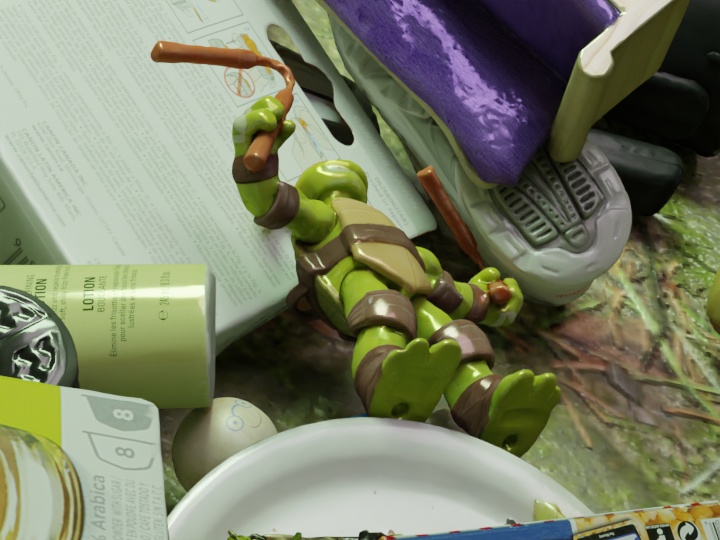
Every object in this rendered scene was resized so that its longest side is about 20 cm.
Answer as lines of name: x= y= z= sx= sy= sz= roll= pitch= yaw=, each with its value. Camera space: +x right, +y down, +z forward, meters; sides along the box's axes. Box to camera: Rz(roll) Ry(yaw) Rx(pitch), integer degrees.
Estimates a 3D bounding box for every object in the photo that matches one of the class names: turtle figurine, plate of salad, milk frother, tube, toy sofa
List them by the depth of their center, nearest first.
plate of salad: x=0.022 y=0.132 z=0.787 sx=0.199 sy=0.048 sz=0.201 roll=10 pitch=55 yaw=-15
tube: x=-0.150 y=0.025 z=0.850 sx=0.199 sy=0.052 sz=0.058 roll=-1 pitch=7 yaw=0
turtle figurine: x=0.000 y=0.000 z=0.914 sx=0.200 sy=0.064 sz=0.161 roll=36 pitch=16 yaw=-40
toy sofa: x=0.032 y=-0.136 z=0.993 sx=0.098 sy=0.083 sz=0.200 roll=-39 pitch=77 yaw=-19
milk frother: x=0.114 y=-0.148 z=1.136 sx=0.187 sy=0.200 sz=0.181 roll=15 pitch=38 yaw=-9

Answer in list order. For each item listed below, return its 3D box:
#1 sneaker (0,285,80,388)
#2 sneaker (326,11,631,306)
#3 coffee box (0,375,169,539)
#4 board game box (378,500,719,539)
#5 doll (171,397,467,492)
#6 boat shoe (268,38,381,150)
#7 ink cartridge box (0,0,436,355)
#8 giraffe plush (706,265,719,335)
sneaker: x=-0.173 y=0.092 z=0.763 sx=0.199 sy=0.114 sz=0.076 roll=-32 pitch=62 yaw=-18
sneaker: x=0.040 y=-0.063 z=1.064 sx=0.078 sy=0.099 sz=0.200 roll=-25 pitch=73 yaw=-13
coffee box: x=-0.162 y=0.150 z=0.560 sx=0.197 sy=0.200 sz=0.200 roll=11 pitch=34 yaw=-15
board game box: x=0.089 y=0.173 z=0.735 sx=0.151 sy=0.046 sz=0.201 roll=-3 pitch=64 yaw=-26
doll: x=0.026 y=0.096 z=0.877 sx=0.199 sy=0.049 sz=0.137 roll=21 pitch=41 yaw=-4
boat shoe: x=-0.083 y=-0.093 z=1.059 sx=0.201 sy=0.075 sz=0.086 roll=17 pitch=34 yaw=-13
ink cartridge box: x=-0.079 y=-0.047 z=0.973 sx=0.200 sy=0.050 sz=0.162 roll=-25 pitch=80 yaw=-52
giraffe plush: x=0.245 y=-0.025 z=1.001 sx=0.172 sy=0.201 sz=0.162 roll=-8 pitch=11 yaw=-9
